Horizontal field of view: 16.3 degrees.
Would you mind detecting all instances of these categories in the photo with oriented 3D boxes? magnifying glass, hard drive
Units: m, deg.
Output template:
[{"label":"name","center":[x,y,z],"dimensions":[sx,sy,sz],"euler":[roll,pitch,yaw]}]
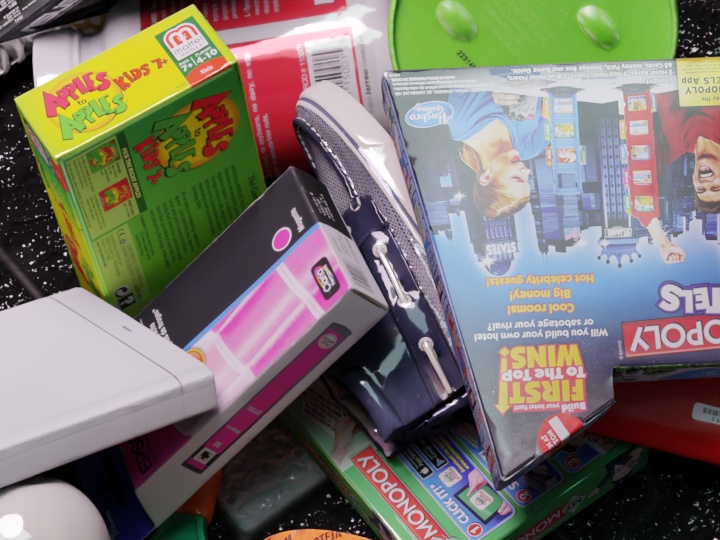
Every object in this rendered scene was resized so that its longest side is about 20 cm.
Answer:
[{"label":"magnifying glass","center":[-0.092,0.145,1.267],"dimensions":[0.079,0.022,0.200],"euler":[4,58,11]},{"label":"hard drive","center":[-0.187,0.064,1.193],"dimensions":[0.200,0.027,0.132],"euler":[-19,30,-32]}]

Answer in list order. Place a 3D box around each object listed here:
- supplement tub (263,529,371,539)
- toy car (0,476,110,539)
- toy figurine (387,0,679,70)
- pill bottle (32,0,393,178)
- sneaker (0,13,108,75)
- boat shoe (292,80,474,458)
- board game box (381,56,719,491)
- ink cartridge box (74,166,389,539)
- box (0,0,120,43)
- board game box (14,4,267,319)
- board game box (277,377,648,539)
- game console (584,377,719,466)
[{"label":"supplement tub","center":[-0.028,0.227,1.136],"dimensions":[0.122,0.123,0.200],"euler":[7,56,13]},{"label":"toy car","center":[-0.203,0.185,1.143],"dimensions":[0.199,0.150,0.175],"euler":[1,92,8]},{"label":"toy figurine","center":[0.073,-0.168,1.368],"dimensions":[0.150,0.200,0.184],"euler":[-43,13,14]},{"label":"pill bottle","center":[-0.074,-0.104,1.380],"dimensions":[0.199,0.112,0.112],"euler":[-9,54,2]},{"label":"sneaker","center":[-0.195,-0.147,1.451],"dimensions":[0.115,0.074,0.200],"euler":[10,56,18]},{"label":"boat shoe","center":[0.000,0.000,1.273],"dimensions":[0.093,0.075,0.200],"euler":[-31,69,-10]},{"label":"board game box","center":[0.113,0.003,1.206],"dimensions":[0.199,0.062,0.200],"euler":[-2,80,0]},{"label":"ink cartridge box","center":[-0.078,0.048,1.250],"dimensions":[0.200,0.037,0.095],"euler":[-45,44,18]},{"label":"box","center":[-0.086,-0.193,1.360],"dimensions":[0.193,0.200,0.048],"euler":[-24,90,-41]},{"label":"board game box","center":[-0.101,-0.034,1.281],"dimensions":[0.101,0.200,0.048],"euler":[-30,56,-13]},{"label":"board game box","center":[0.034,0.063,1.299],"dimensions":[0.134,0.029,0.200],"euler":[-33,58,-14]},{"label":"game console","center":[0.208,0.020,1.292],"dimensions":[0.200,0.119,0.173],"euler":[14,86,7]}]
